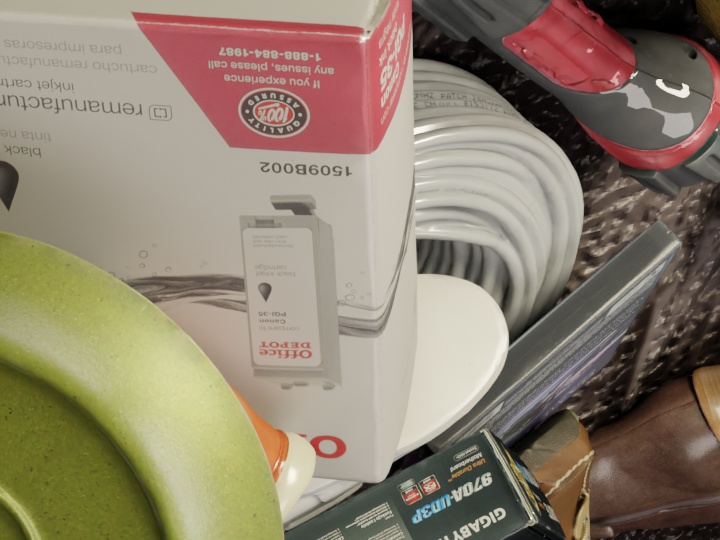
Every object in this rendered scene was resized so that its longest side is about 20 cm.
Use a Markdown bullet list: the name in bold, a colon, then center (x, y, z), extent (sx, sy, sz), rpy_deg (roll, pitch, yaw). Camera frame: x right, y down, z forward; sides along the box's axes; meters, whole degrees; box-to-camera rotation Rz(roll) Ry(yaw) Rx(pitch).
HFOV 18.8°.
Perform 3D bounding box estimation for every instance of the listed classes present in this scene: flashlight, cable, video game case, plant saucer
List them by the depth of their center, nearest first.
- **plant saucer**: center (-0.124, 0.083, 0.707), extent (0.200, 0.200, 0.031), rpy_deg (-53, -179, 28)
- **flashlight**: center (0.091, -0.092, 0.883), extent (0.068, 0.068, 0.200), rpy_deg (-40, 144, 15)
- **cable**: center (0.000, 0.000, 0.929), extent (0.200, 0.069, 0.200), rpy_deg (-38, 143, 10)
- **video game case**: center (0.075, 0.056, 1.005), extent (0.143, 0.019, 0.200), rpy_deg (-40, 170, -13)

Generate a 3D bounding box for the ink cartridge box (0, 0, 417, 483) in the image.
- **ink cartridge box**: center (-0.055, -0.025, 0.764), extent (0.146, 0.083, 0.200), rpy_deg (4, 130, 8)

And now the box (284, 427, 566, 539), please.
- **box**: center (-0.013, 0.139, 0.937), extent (0.200, 0.046, 0.159), rpy_deg (-28, 166, 3)

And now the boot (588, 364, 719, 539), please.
- **boot**: center (0.185, 0.117, 1.228), extent (0.166, 0.072, 0.200), rpy_deg (-22, 147, 9)

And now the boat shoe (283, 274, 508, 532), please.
- **boat shoe**: center (-0.028, 0.072, 0.883), extent (0.200, 0.072, 0.069), rpy_deg (-37, 165, -3)

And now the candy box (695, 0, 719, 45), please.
- **candy box**: center (0.185, -0.171, 0.866), extent (0.117, 0.057, 0.200), rpy_deg (-29, 146, -3)

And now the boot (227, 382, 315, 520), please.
- **boot**: center (-0.100, 0.100, 0.781), extent (0.107, 0.075, 0.200), rpy_deg (29, 130, -19)

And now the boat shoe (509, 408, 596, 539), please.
- **boat shoe**: center (0.089, 0.134, 1.105), extent (0.076, 0.074, 0.200), rpy_deg (-38, 167, -21)
